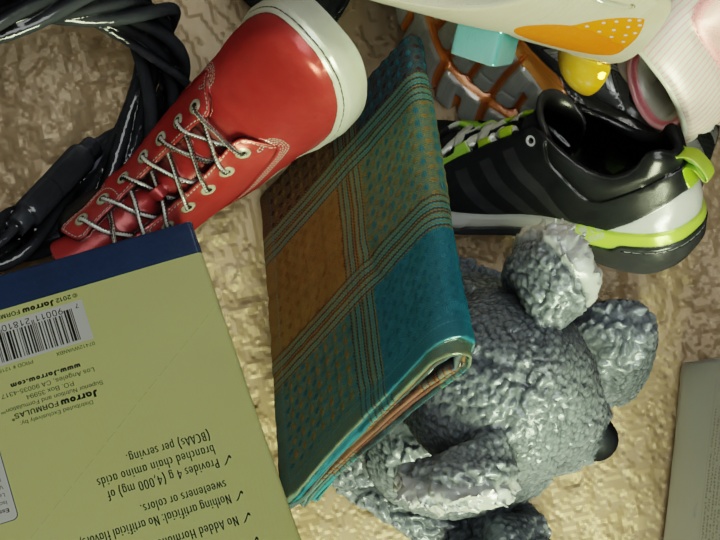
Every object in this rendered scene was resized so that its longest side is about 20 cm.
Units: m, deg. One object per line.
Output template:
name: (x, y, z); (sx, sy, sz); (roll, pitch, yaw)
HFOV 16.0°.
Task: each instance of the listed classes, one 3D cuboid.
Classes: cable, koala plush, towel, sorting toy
cable: (-0.164, -0.073, 1.281); (0.199, 0.051, 0.164); (0, 112, -45)
koala plush: (0.058, 0.061, 1.274); (0.183, 0.200, 0.178); (29, 82, -6)
towel: (0.000, 0.000, 1.261); (0.022, 0.147, 0.201); (21, 44, -29)
sorting toy: (0.038, -0.174, 1.274); (0.179, 0.107, 0.201); (5, 45, -16)

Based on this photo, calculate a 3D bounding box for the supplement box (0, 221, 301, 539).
supplement box: (-0.141, 0.117, 1.232); (0.199, 0.134, 0.201); (-16, 62, -8)

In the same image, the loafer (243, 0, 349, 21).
loafer: (0.001, -0.214, 1.360); (0.070, 0.068, 0.201); (38, 74, -35)

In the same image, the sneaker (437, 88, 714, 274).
sneaker: (0.090, -0.063, 1.311); (0.199, 0.083, 0.072); (13, 42, 26)

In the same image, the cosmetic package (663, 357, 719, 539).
cosmetic package: (0.256, 0.131, 1.301); (0.164, 0.200, 0.166); (7, 85, -9)

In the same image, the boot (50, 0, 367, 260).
boot: (-0.081, -0.053, 1.246); (0.144, 0.200, 0.072); (-39, 88, -25)

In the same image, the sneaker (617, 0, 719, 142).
sneaker: (0.190, -0.109, 1.333); (0.105, 0.200, 0.075); (-46, 62, 5)

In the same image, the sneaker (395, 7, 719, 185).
sneaker: (0.105, -0.106, 1.365); (0.200, 0.078, 0.077); (37, 61, -5)
